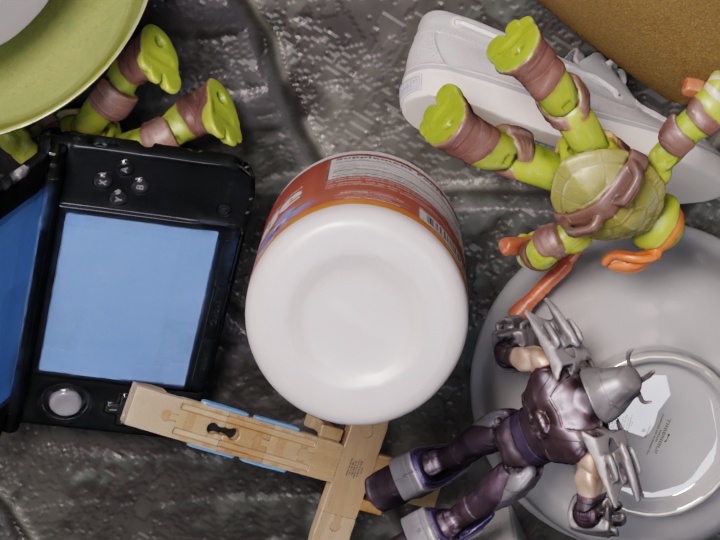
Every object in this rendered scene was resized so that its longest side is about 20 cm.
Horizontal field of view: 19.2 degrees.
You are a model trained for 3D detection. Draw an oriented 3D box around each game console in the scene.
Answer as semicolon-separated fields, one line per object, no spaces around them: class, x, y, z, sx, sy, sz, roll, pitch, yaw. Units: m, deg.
game console;-0.155;0.038;1.142;0.175;0.117;0.201;7;127;-12

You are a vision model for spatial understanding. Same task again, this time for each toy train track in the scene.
toy train track;-0.045;0.099;1.223;0.199;0.033;0.115;18;94;-25

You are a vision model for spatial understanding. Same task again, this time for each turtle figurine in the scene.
turtle figurine;0.110;-0.046;1.096;0.161;0.065;0.200;33;128;-27
turtle figurine;-0.146;-0.059;1.184;0.161;0.065;0.200;-30;115;24

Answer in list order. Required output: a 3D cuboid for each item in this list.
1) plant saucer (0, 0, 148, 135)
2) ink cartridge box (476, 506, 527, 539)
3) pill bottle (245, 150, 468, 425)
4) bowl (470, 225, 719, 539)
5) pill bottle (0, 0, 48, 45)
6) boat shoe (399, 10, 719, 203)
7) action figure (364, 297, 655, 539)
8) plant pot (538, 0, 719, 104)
plant saucer;-0.200;-0.154;1.133;0.198;0.031;0.201;-4;67;10
ink cartridge box;0.005;0.213;1.196;0.199;0.174;0.044;-22;104;7
pill bottle;0.000;0.000;1.127;0.111;0.200;0.113;0;104;1
bowl;0.162;0.079;1.202;0.199;0.090;0.203;0;105;0
pill bottle;-0.245;-0.203;1.079;0.200;0.119;0.120;44;104;23
boat shoe;0.116;-0.090;1.170;0.199;0.072;0.069;14;70;-13
action figure;0.084;0.094;1.146;0.200;0.069;0.131;-36;61;37
plant pot;0.148;-0.192;1.099;0.186;0.187;0.200;-34;114;10
